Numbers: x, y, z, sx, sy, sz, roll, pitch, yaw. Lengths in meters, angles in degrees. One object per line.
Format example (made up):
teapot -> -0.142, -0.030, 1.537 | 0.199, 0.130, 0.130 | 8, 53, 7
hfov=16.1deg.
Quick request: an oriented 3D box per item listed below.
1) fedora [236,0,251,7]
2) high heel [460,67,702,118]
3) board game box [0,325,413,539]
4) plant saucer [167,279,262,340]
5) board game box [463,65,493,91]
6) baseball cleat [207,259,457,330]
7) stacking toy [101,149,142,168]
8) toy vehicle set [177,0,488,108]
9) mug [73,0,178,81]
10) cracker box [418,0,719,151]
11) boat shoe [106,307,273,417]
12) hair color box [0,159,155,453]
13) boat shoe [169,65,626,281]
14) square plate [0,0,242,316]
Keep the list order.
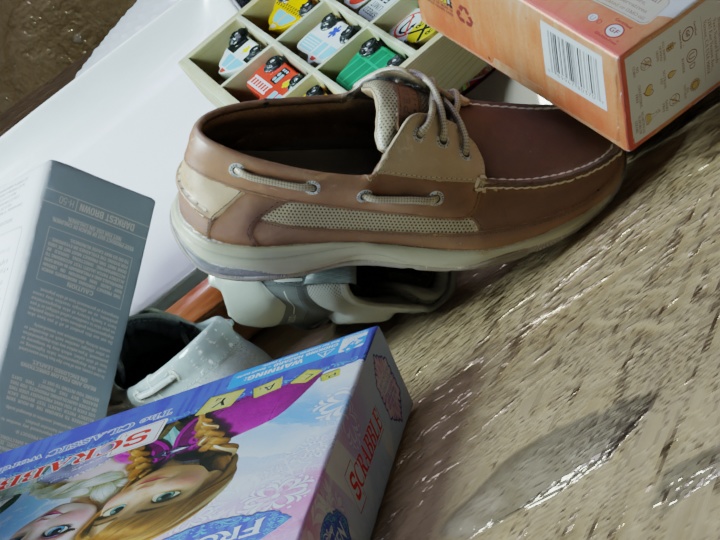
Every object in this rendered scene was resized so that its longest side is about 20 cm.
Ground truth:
fedora -> 0.005, -0.167, 1.475 | 0.200, 0.092, 0.201 | -30, 17, 10
high heel -> 0.094, -0.074, 1.190 | 0.199, 0.068, 0.096 | -14, -11, 29
board game box -> -0.089, 0.104, 0.961 | 0.199, 0.041, 0.200 | -20, 17, 15
plant saucer -> -0.071, 0.008, 1.410 | 0.200, 0.032, 0.200 | -37, 12, 9
board game box -> 0.078, -0.158, 1.437 | 0.030, 0.096, 0.200 | -8, 21, 12
baseball cleat -> 0.000, 0.000, 1.178 | 0.106, 0.070, 0.200 | 3, 9, 15
stacking toy -> -0.075, -0.068, 1.460 | 0.085, 0.086, 0.200 | -28, 11, 40
toy vehicle set -> -0.008, -0.108, 1.229 | 0.124, 0.027, 0.200 | -40, 26, -4
mug -> -0.107, -0.079, 1.625 | 0.200, 0.148, 0.176 | 21, 64, 41
cracker box -> 0.138, -0.152, 1.106 | 0.200, 0.058, 0.134 | -36, 49, -23
boat shoe -> -0.088, 0.048, 1.207 | 0.070, 0.072, 0.201 | -42, 13, -18
hair color box -> -0.163, 0.059, 1.191 | 0.099, 0.060, 0.201 | -20, 53, 57
boat shoe -> 0.019, -0.046, 1.070 | 0.199, 0.072, 0.076 | -10, 44, -13
square plate -> -0.115, -0.044, 1.325 | 0.200, 0.028, 0.198 | -38, 42, 0
